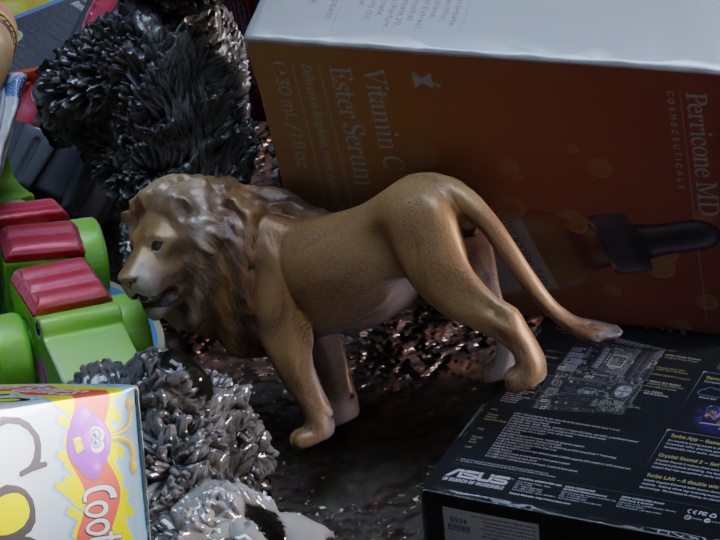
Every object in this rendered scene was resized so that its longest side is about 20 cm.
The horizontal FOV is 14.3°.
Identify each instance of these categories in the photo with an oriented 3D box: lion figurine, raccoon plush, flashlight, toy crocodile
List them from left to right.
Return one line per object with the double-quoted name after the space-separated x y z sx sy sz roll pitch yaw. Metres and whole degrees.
-0.133 0.007 1.212 0.067 0.062 0.200 -8 28 -16 "toy crocodile"
-0.103 0.121 1.077 0.200 0.097 0.134 -25 38 17 "raccoon plush"
-0.114 -0.120 1.386 0.068 0.068 0.200 23 81 21 "flashlight"
-0.074 -0.060 1.261 0.097 0.200 0.134 -24 69 -21 "raccoon plush"
0.000 0.000 1.152 0.200 0.123 0.072 -17 5 28 "lion figurine"

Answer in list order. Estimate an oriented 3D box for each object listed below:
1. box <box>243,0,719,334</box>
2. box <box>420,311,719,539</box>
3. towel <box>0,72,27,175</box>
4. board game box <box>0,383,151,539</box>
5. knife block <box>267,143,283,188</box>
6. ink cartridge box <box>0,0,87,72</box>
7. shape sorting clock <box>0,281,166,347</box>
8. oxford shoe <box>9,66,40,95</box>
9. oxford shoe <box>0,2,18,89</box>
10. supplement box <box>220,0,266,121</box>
0.072 -0.068 1.180 0.200 0.152 0.106 5 47 19 "box"
0.146 0.076 1.132 0.200 0.044 0.160 8 33 23 "box"
-0.223 0.002 1.228 0.147 0.024 0.200 -17 43 29 "towel"
-0.176 0.098 0.947 0.105 0.103 0.200 -3 2 42 "board game box"
0.064 -0.049 1.343 0.175 0.064 0.200 19 39 35 "knife block"
-0.167 -0.141 1.564 0.200 0.047 0.198 -27 35 -28 "ink cartridge box"
-0.183 0.047 1.247 0.200 0.039 0.200 -4 30 2 "shape sorting clock"
-0.223 -0.051 1.396 0.073 0.071 0.200 16 36 42 "oxford shoe"
-0.206 -0.027 1.171 0.200 0.071 0.074 -48 39 13 "oxford shoe"
-0.005 -0.122 1.388 0.110 0.086 0.200 -12 5 -9 "supplement box"
